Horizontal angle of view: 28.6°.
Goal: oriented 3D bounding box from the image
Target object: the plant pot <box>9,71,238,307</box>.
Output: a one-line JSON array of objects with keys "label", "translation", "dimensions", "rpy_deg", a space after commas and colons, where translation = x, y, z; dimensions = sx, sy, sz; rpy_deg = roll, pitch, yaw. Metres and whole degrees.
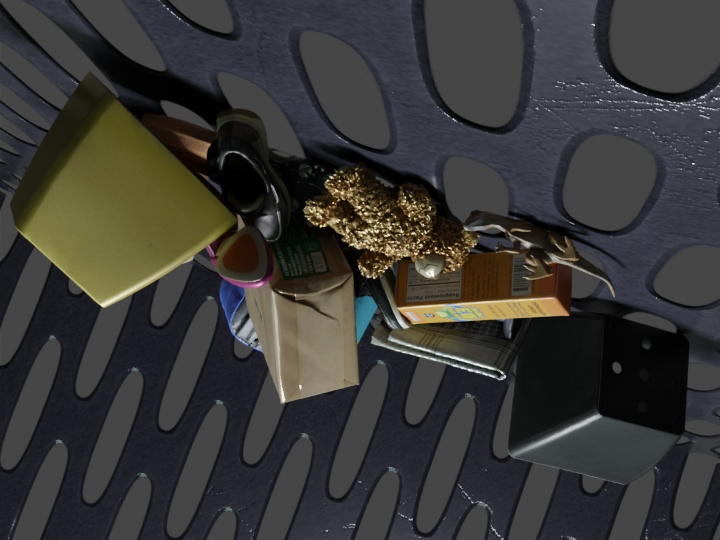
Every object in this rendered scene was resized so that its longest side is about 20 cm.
[{"label": "plant pot", "translation": [-0.282, -0.080, 1.580], "dimensions": [0.200, 0.176, 0.200], "rpy_deg": [46, 178, -22]}]

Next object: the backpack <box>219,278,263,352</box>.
[{"label": "backpack", "translation": [-0.095, 0.010, 1.937], "dimensions": [0.161, 0.201, 0.168], "rpy_deg": [26, -165, -26]}]

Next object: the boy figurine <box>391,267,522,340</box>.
[{"label": "boy figurine", "translation": [0.114, 0.038, 1.861], "dimensions": [0.197, 0.065, 0.124], "rpy_deg": [11, -160, 13]}]

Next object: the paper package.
[{"label": "paper package", "translation": [-0.079, 0.026, 1.723], "dimensions": [0.102, 0.193, 0.201], "rpy_deg": [-12, -141, -11]}]

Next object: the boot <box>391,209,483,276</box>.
[{"label": "boot", "translation": [0.114, -0.023, 1.725], "dimensions": [0.162, 0.067, 0.200], "rpy_deg": [1, 159, 2]}]

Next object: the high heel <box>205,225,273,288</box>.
[{"label": "high heel", "translation": [-0.126, -0.002, 1.596], "dimensions": [0.096, 0.067, 0.199], "rpy_deg": [49, 167, -31]}]

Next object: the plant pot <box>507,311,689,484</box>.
[{"label": "plant pot", "translation": [0.332, 0.156, 1.886], "dimensions": [0.197, 0.203, 0.177], "rpy_deg": [16, 158, -19]}]

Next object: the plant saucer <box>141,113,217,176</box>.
[{"label": "plant saucer", "translation": [-0.190, -0.145, 1.800], "dimensions": [0.198, 0.033, 0.200], "rpy_deg": [22, 174, 2]}]

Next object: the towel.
[{"label": "towel", "translation": [0.131, 0.060, 1.913], "dimensions": [0.197, 0.193, 0.035], "rpy_deg": [13, 128, 18]}]

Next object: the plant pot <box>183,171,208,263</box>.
[{"label": "plant pot", "translation": [-0.310, -0.094, 1.954], "dimensions": [0.175, 0.203, 0.200], "rpy_deg": [11, 176, -13]}]

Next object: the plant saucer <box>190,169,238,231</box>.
[{"label": "plant saucer", "translation": [-0.243, -0.101, 1.798], "dimensions": [0.199, 0.035, 0.201], "rpy_deg": [36, -165, -11]}]

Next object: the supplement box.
[{"label": "supplement box", "translation": [0.142, 0.019, 1.644], "dimensions": [0.197, 0.070, 0.067], "rpy_deg": [-3, 158, 24]}]

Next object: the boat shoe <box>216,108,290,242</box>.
[{"label": "boat shoe", "translation": [-0.126, -0.091, 1.564], "dimensions": [0.072, 0.065, 0.201], "rpy_deg": [1, 142, 15]}]

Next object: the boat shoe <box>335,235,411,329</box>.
[{"label": "boat shoe", "translation": [-0.001, -0.001, 1.729], "dimensions": [0.201, 0.066, 0.074], "rpy_deg": [64, -171, 25]}]

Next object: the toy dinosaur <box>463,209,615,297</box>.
[{"label": "toy dinosaur", "translation": [0.209, -0.022, 1.512], "dimensions": [0.198, 0.061, 0.106], "rpy_deg": [27, -163, -7]}]

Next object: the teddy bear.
[{"label": "teddy bear", "translation": [0.033, -0.046, 1.566], "dimensions": [0.144, 0.067, 0.200], "rpy_deg": [-33, 123, 26]}]

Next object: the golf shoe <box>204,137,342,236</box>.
[{"label": "golf shoe", "translation": [-0.086, -0.109, 1.668], "dimensions": [0.198, 0.078, 0.088], "rpy_deg": [26, -170, -6]}]

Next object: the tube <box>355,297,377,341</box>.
[{"label": "tube", "translation": [-0.006, 0.055, 1.969], "dimensions": [0.050, 0.202, 0.077], "rpy_deg": [26, -176, -26]}]
